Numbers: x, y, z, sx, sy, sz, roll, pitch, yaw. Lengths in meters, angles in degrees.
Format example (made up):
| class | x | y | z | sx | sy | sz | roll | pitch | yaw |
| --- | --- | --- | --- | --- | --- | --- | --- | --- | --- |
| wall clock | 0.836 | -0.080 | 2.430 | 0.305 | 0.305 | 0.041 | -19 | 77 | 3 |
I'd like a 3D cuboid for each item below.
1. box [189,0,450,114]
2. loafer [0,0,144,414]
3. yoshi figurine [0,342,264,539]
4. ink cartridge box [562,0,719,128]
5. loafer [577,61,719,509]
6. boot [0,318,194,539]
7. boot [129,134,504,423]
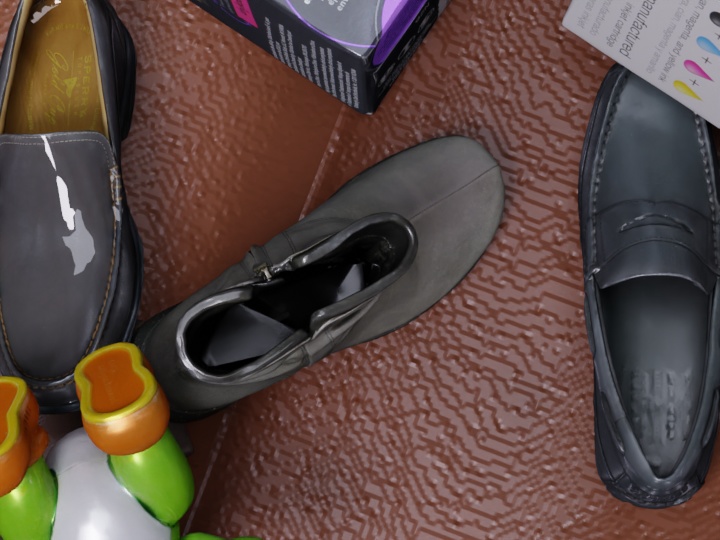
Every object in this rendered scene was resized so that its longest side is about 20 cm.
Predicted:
| class | x | y | z | sx | sy | sz | roll | pitch | yaw |
| --- | --- | --- | --- | --- | --- | --- | --- | --- | --- |
| box | -0.045 | -0.178 | 1.039 | 0.200 | 0.106 | 0.122 | 35 | 82 | 6 |
| loafer | -0.132 | -0.039 | 1.006 | 0.072 | 0.072 | 0.201 | -7 | 63 | 3 |
| yoshi figurine | -0.094 | 0.138 | 0.943 | 0.112 | 0.201 | 0.112 | 14 | 43 | 37 |
| ink cartridge box | 0.217 | -0.131 | 0.994 | 0.200 | 0.147 | 0.145 | 34 | 63 | 7 |
| loafer | 0.129 | 0.001 | 1.026 | 0.068 | 0.070 | 0.202 | 1 | 79 | -1 |
| boot | -0.192 | 0.059 | 1.023 | 0.200 | 0.064 | 0.187 | -39 | 82 | -10 |
| boot | 0.000 | 0.000 | 0.980 | 0.200 | 0.131 | 0.068 | -33 | 92 | -22 |
